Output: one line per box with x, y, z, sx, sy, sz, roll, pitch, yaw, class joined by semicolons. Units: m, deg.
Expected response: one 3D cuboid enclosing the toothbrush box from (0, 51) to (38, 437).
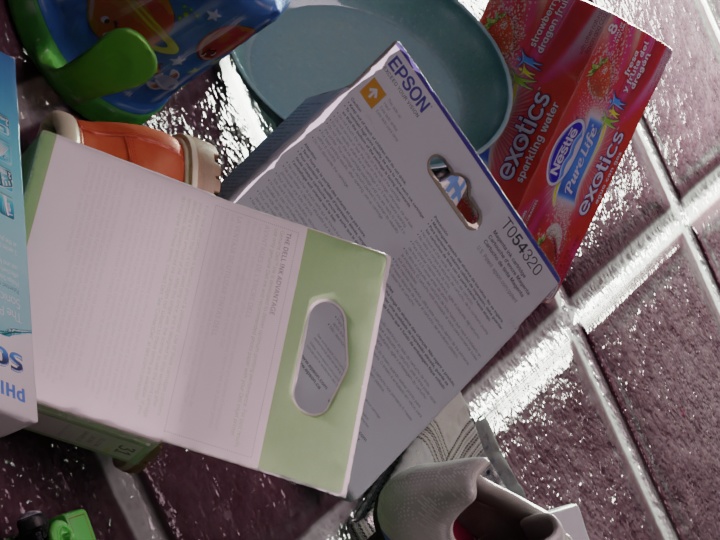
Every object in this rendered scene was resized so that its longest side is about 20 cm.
-0.231;-0.025;1.085;0.146;0.085;0.201;27;48;-52;toothbrush box

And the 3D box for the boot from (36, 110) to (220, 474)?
-0.139;0.008;1.254;0.107;0.075;0.201;19;58;-31;boot

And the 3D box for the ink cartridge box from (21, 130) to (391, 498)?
-0.093;0.029;1.201;0.199;0.048;0.146;20;63;-18;ink cartridge box

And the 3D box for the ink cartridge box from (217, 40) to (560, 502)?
0.000;0.000;1.406;0.200;0.043;0.197;-45;114;-22;ink cartridge box

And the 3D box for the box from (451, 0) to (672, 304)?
0.114;-0.091;1.601;0.095;0.100;0.201;19;99;-54;box

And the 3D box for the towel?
0.075;0.187;1.517;0.193;0.034;0.200;60;29;-14;towel

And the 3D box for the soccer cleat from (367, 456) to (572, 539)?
0.090;0.172;1.236;0.200;0.086;0.070;44;42;-25;soccer cleat

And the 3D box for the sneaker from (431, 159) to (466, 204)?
0.020;-0.012;1.511;0.200;0.072;0.073;-57;136;-40;sneaker

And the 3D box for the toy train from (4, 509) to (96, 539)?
-0.126;0.212;1.152;0.201;0.042;0.056;71;18;5;toy train

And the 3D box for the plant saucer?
0.001;-0.130;1.532;0.199;0.036;0.201;14;45;-14;plant saucer

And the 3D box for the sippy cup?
-0.112;-0.168;1.345;0.139;0.130;0.179;26;48;-52;sippy cup

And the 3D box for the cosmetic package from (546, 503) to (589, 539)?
0.053;0.254;1.317;0.200;0.123;0.200;-5;75;-53;cosmetic package
